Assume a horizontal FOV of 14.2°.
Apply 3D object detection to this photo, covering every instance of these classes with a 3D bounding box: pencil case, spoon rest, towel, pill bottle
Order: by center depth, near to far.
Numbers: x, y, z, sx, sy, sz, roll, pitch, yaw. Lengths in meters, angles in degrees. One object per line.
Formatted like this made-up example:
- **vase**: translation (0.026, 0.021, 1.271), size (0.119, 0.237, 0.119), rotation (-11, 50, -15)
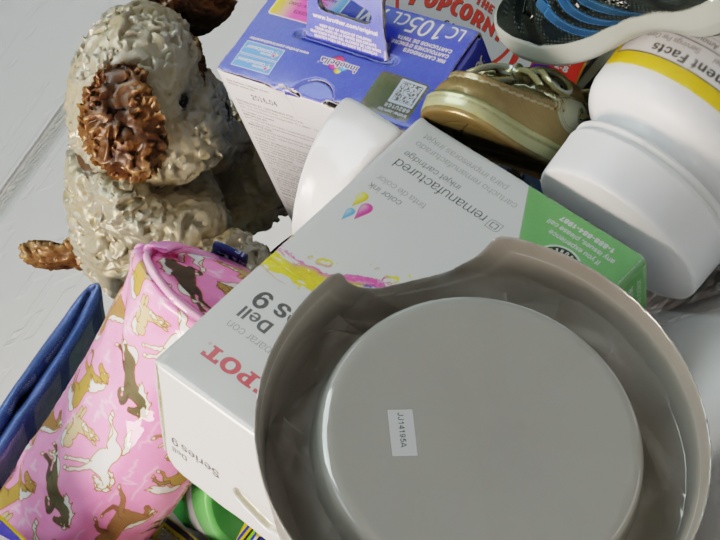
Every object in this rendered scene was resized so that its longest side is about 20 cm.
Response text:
- **pill bottle**: translation (0.184, -0.092, 1.428), size (0.200, 0.114, 0.114), rotation (-51, 20, -14)
- **pencil case**: translation (-0.119, 0.076, 1.516), size (0.201, 0.082, 0.087), rotation (-59, 26, 28)
- **spoon rest**: translation (0.000, 0.000, 1.522), size (0.099, 0.201, 0.061), rotation (34, 62, 32)
- **towel**: translation (-0.174, 0.115, 1.655), size (0.147, 0.024, 0.201), rotation (-58, -19, -29)

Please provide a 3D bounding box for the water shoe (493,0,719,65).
- **water shoe**: translation (0.120, -0.153, 1.388), size (0.199, 0.079, 0.072), rotation (-6, 44, 56)

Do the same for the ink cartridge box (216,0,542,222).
- **ink cartridge box**: translation (0.012, -0.074, 1.556), size (0.136, 0.200, 0.077), rotation (20, 63, 33)

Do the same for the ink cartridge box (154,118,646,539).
- **ink cartridge box**: translation (0.020, 0.044, 1.376), size (0.145, 0.088, 0.200), rotation (34, 61, 26)

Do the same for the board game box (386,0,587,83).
- **board game box**: translation (0.041, -0.136, 1.642), size (0.047, 0.151, 0.200), rotation (-63, 6, -6)

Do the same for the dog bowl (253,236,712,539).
- **dog bowl**: translation (0.049, 0.084, 1.260), size (0.201, 0.199, 0.059), rotation (-57, -9, -30)

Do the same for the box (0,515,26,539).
- **box**: translation (-0.214, 0.146, 1.471), size (0.070, 0.200, 0.064), rotation (-51, 21, -20)

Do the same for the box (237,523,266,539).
- **box**: translation (-0.005, 0.120, 1.437), size (0.064, 0.070, 0.201), rotation (-21, 31, 43)

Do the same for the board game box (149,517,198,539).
- **board game box**: translation (-0.138, 0.213, 1.569), size (0.165, 0.057, 0.200), rotation (-46, 19, -7)

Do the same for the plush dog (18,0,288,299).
- **plush dog**: translation (-0.119, -0.072, 1.625), size (0.159, 0.173, 0.201), rotation (3, 35, 8)

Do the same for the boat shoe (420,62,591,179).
- **boat shoe**: translation (0.097, -0.081, 1.485), size (0.073, 0.200, 0.064), rotation (15, 90, 35)

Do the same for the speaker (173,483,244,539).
- **speaker**: translation (-0.076, 0.099, 1.623), size (0.088, 0.088, 0.200), rotation (-47, 19, -4)

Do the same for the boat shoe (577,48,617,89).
- **boat shoe**: translation (0.159, -0.127, 1.632), size (0.200, 0.062, 0.075), rotation (-44, 17, 56)

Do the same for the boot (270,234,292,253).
- **boot**: translation (0.004, -0.019, 1.704), size (0.168, 0.076, 0.200), rotation (-47, 13, 7)
